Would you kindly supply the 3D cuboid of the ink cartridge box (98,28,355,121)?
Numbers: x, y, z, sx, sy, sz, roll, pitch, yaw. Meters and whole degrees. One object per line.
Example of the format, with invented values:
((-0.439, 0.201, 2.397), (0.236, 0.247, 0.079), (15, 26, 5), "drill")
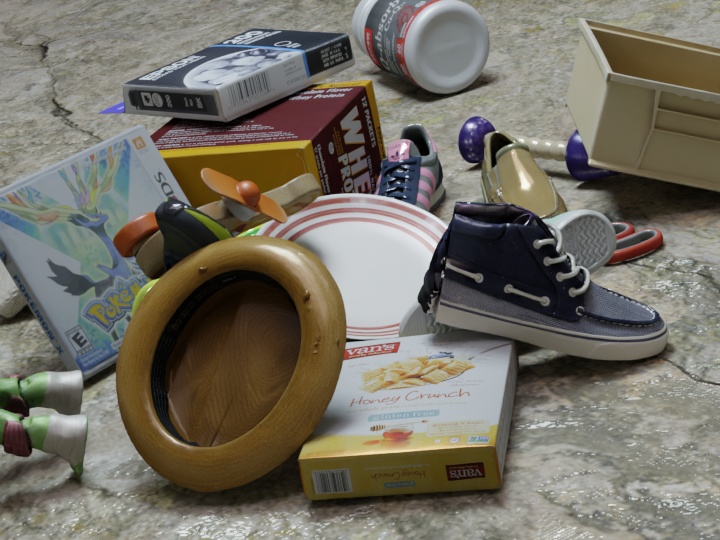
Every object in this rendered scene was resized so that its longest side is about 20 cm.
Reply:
((-0.143, -0.205, 1.768), (0.200, 0.044, 0.198), (7, 27, 42), "ink cartridge box")

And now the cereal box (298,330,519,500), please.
((0.041, 0.104, 1.278), (0.143, 0.040, 0.200), (-6, 22, 11), "cereal box")

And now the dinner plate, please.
((0.000, 0.000, 1.513), (0.199, 0.024, 0.200), (2, 41, -2), "dinner plate")

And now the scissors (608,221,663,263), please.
((0.176, -0.008, 1.522), (0.199, 0.014, 0.073), (-18, 24, -21), "scissors")

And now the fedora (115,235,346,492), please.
((-0.088, 0.075, 1.289), (0.200, 0.082, 0.201), (-9, 66, 20), "fedora")

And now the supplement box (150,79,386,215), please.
((-0.097, -0.091, 1.700), (0.197, 0.133, 0.200), (-2, 24, 21), "supplement box")

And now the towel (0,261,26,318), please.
((-0.322, -0.033, 1.728), (0.133, 0.034, 0.200), (-46, 24, 7), "towel")

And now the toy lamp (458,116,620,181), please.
((0.188, -0.127, 1.753), (0.200, 0.058, 0.058), (12, 31, 45), "toy lamp")

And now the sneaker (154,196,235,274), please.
((-0.133, 0.027, 1.369), (0.074, 0.200, 0.081), (25, 53, 34), "sneaker")

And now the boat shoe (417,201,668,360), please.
((0.149, 0.006, 1.326), (0.199, 0.093, 0.075), (10, 25, -2), "boat shoe")

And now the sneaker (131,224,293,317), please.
((-0.112, 0.023, 1.532), (0.083, 0.074, 0.200), (30, 45, 34), "sneaker")

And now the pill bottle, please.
((0.071, -0.296, 2.149), (0.116, 0.116, 0.200), (-19, 22, -18), "pill bottle")

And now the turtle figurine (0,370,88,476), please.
((-0.316, 0.138, 1.327), (0.193, 0.201, 0.144), (4, -5, -15), "turtle figurine")

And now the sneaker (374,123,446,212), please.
((0.036, -0.081, 1.680), (0.070, 0.082, 0.200), (-5, 23, 13), "sneaker")

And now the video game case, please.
((-0.226, -0.019, 1.541), (0.200, 0.183, 0.022), (-31, 0, -41), "video game case")

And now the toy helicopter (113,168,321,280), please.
((-0.106, -0.049, 1.461), (0.200, 0.079, 0.132), (-25, -15, -41), "toy helicopter")

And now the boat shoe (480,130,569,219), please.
((0.150, -0.085, 1.642), (0.071, 0.076, 0.200), (-14, 22, -8), "boat shoe")

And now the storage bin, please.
((0.310, -0.158, 1.653), (0.198, 0.094, 0.200), (10, 21, -5), "storage bin")

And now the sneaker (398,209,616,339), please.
((0.115, 0.019, 1.436), (0.200, 0.074, 0.118), (-30, 3, -10), "sneaker")
